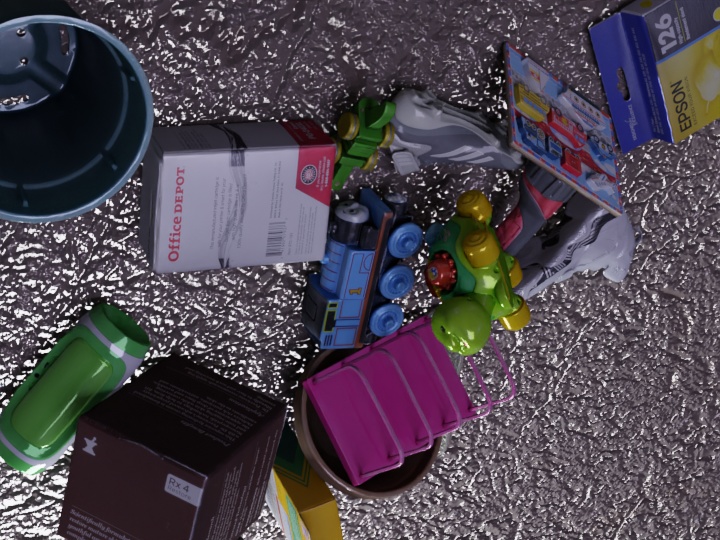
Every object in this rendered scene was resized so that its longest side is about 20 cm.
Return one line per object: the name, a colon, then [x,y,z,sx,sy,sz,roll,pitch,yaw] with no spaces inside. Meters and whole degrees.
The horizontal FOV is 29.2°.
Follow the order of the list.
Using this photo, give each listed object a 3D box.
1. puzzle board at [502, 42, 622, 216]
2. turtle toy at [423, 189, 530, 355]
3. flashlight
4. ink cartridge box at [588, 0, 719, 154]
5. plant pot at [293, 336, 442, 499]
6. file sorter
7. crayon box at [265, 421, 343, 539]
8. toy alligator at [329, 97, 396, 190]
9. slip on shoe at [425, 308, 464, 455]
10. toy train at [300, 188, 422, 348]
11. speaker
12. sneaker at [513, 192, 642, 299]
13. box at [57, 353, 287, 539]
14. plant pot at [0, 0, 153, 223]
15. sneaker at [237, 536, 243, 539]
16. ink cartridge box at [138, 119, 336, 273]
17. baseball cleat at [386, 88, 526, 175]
puzzle board: [0.240,-0.166,1.622,0.200,0.151,0.017,28,139,-36]
turtle toy: [0.125,0.013,1.586,0.101,0.200,0.146,-20,127,14]
flashlight: [0.183,-0.060,1.674,0.068,0.068,0.200,1,141,-44]
ink cartridge box: [0.392,-0.258,1.695,0.200,0.047,0.198,-33,129,-10]
plant pot: [-0.004,0.187,1.716,0.200,0.093,0.201,10,70,-28]
file sorter: [0.065,0.141,1.641,0.200,0.125,0.139,-27,90,-34]
crayon box: [-0.069,0.295,1.708,0.051,0.200,0.126,-18,125,-15]
toy alligator: [-0.018,-0.136,1.565,0.059,0.054,0.200,9,139,-29]
slip on shoe: [0.098,0.140,1.790,0.074,0.061,0.201,6,109,11]
toy train: [0.000,0.000,1.633,0.114,0.087,0.200,-2,120,-28]
speaker: [-0.328,0.134,1.558,0.200,0.088,0.088,-48,127,8]
sneaker: [0.274,-0.012,1.768,0.200,0.075,0.115,-45,125,1]
box: [-0.210,0.225,1.568,0.200,0.166,0.165,-36,146,-60]
plant pot: [-0.316,-0.177,1.304,0.200,0.196,0.201,-12,123,-19]
sneaker: [-0.225,0.333,1.741,0.200,0.074,0.089,39,98,-28]
ink cartridge box: [-0.138,-0.083,1.519,0.200,0.083,0.146,-5,120,-23]
baseball cleat: [0.100,-0.147,1.619,0.200,0.070,0.106,23,123,-32]
